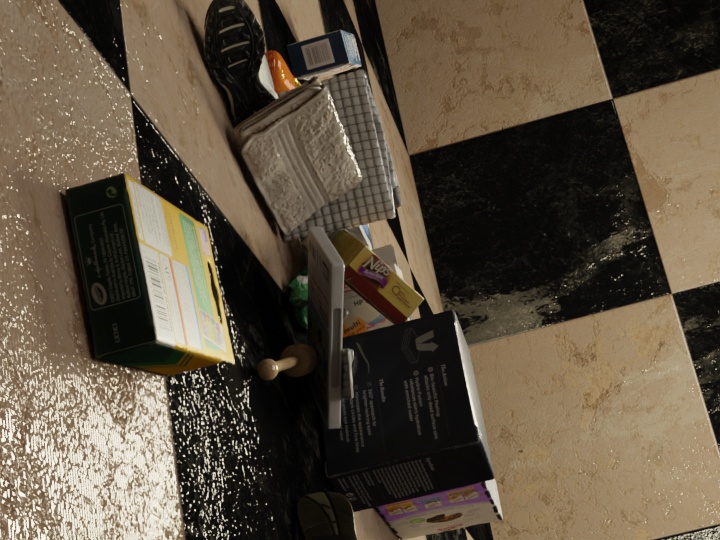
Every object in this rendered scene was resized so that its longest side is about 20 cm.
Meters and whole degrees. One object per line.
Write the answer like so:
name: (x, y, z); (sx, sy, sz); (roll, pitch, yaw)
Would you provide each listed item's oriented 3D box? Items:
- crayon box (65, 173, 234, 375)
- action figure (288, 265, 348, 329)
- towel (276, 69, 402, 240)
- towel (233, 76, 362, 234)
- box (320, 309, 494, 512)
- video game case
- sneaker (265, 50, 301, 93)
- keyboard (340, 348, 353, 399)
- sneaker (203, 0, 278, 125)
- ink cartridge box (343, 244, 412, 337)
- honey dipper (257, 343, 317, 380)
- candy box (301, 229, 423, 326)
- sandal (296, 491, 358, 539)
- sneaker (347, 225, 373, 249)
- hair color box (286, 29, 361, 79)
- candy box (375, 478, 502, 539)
crayon box: (-0.160, 0.011, 1.011); (0.200, 0.051, 0.127); (39, 37, -76)
action figure: (-0.058, 0.040, 1.687); (0.200, 0.054, 0.119); (-1, 76, -80)
towel: (-0.043, -0.151, 1.737); (0.086, 0.164, 0.202); (-49, 125, -88)
towel: (-0.074, -0.139, 1.607); (0.035, 0.132, 0.200); (52, -7, 37)
box: (0.053, 0.182, 1.665); (0.118, 0.198, 0.198); (65, 13, -52)
video game case: (-0.043, 0.065, 1.525); (0.143, 0.018, 0.202); (-125, -146, -67)
sneaker: (-0.090, -0.240, 1.881); (0.073, 0.076, 0.201); (-94, 165, -46)
keyboard: (-0.032, 0.125, 1.543); (0.200, 0.011, 0.057); (154, -62, -77)
sneaker: (-0.146, -0.252, 1.561); (0.201, 0.073, 0.080); (76, -5, -48)
ink cartridge box: (0.016, 0.064, 1.922); (0.068, 0.114, 0.202); (43, 33, -76)
honey dipper: (-0.081, 0.103, 1.433); (0.200, 0.038, 0.038); (8, 68, -83)
candy box: (0.000, 0.000, 1.763); (0.117, 0.057, 0.200); (42, 0, -21)
sandal: (-0.037, 0.305, 1.331); (0.200, 0.081, 0.055); (-105, -162, -61)
sneaker: (-0.036, -0.100, 2.038); (0.147, 0.080, 0.202); (-107, 177, -72)
hair color box: (-0.060, -0.370, 2.241); (0.200, 0.099, 0.061); (-54, 129, -80)
candy box: (0.114, 0.329, 1.937); (0.200, 0.166, 0.072); (63, 16, -60)
